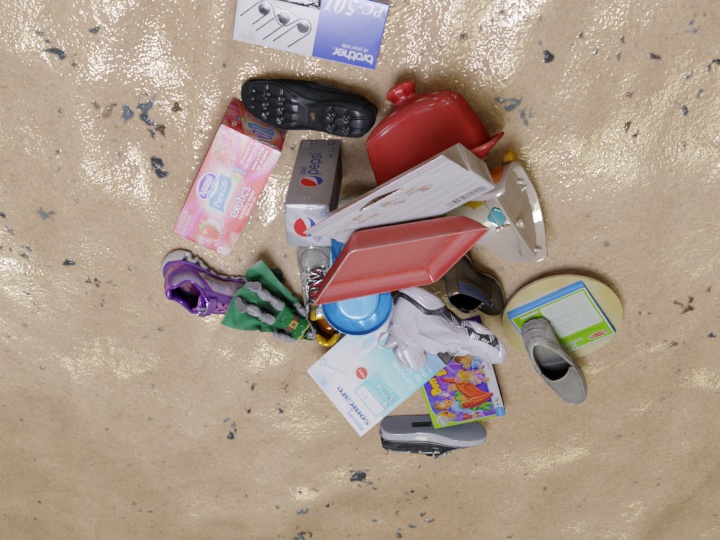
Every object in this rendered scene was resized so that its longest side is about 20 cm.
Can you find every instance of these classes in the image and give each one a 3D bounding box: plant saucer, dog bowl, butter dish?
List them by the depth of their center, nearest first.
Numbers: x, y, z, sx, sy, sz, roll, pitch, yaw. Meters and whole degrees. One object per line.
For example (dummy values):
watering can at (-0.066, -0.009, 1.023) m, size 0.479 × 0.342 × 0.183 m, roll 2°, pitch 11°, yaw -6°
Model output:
plant saucer at (0.046, -0.017, 1.070) m, size 0.199 × 0.037 × 0.200 m, roll -10°, pitch 161°, yaw -21°
butter dish at (0.084, -0.192, 1.093) m, size 0.199 × 0.200 × 0.148 m, roll -24°, pitch 95°, yaw 19°
dog bowl at (0.000, 0.000, 1.229) m, size 0.111 × 0.050 × 0.201 m, roll 7°, pitch 92°, yaw 0°

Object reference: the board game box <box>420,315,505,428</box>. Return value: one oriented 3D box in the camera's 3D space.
board game box at (0.172, 0.185, 1.397) m, size 0.134 × 0.045 × 0.200 m, roll -14°, pitch 122°, yaw 11°

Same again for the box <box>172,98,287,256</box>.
box at (-0.193, -0.135, 1.165) m, size 0.094 × 0.103 × 0.200 m, roll 24°, pitch 122°, yaw -14°

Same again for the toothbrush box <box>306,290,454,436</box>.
toothbrush box at (0.034, 0.154, 1.313) m, size 0.200 × 0.085 × 0.147 m, roll -42°, pitch 83°, yaw 20°

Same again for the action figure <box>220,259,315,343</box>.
action figure at (-0.131, 0.075, 1.300) m, size 0.118 × 0.055 × 0.200 m, roll -55°, pitch 142°, yaw -1°

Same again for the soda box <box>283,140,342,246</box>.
soda box at (-0.064, -0.113, 1.116) m, size 0.063 × 0.200 × 0.068 m, roll 0°, pitch 125°, yaw 3°

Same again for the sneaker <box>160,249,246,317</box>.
sneaker at (-0.240, 0.046, 1.294) m, size 0.200 × 0.089 × 0.081 m, roll 25°, pitch 118°, yaw -17°

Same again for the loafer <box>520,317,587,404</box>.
loafer at (0.328, 0.166, 1.325) m, size 0.070 × 0.070 × 0.200 m, roll -26°, pitch 121°, yaw 25°

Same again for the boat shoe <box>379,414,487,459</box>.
boat shoe at (0.135, 0.317, 1.468) m, size 0.199 × 0.074 × 0.068 m, roll -2°, pitch 121°, yaw 4°

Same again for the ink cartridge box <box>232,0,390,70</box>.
ink cartridge box at (-0.067, -0.342, 1.059) m, size 0.199 × 0.044 × 0.094 m, roll 11°, pitch 125°, yaw -6°

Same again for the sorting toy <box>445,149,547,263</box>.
sorting toy at (0.166, -0.092, 1.182) m, size 0.180 × 0.107 × 0.200 m, roll -9°, pitch 149°, yaw 27°

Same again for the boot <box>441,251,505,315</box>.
boot at (0.178, 0.044, 1.254) m, size 0.075 × 0.097 × 0.200 m, roll -23°, pitch 136°, yaw 26°

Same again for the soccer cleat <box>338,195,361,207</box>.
soccer cleat at (0.053, -0.069, 1.163) m, size 0.199 × 0.078 × 0.070 m, roll 16°, pitch 86°, yaw -2°

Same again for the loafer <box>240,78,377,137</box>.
loafer at (-0.073, -0.235, 1.118) m, size 0.200 × 0.070 × 0.068 m, roll 15°, pitch 123°, yaw 13°

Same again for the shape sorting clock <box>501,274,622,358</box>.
shape sorting clock at (0.339, 0.081, 1.327) m, size 0.199 × 0.039 × 0.200 m, roll 3°, pitch 128°, yaw 4°

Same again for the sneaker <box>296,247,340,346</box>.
sneaker at (-0.058, 0.037, 1.285) m, size 0.078 × 0.082 × 0.200 m, roll -8°, pitch 122°, yaw 8°

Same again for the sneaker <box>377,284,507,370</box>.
sneaker at (0.123, 0.115, 1.208) m, size 0.200 × 0.075 × 0.115 m, roll 33°, pitch 81°, yaw -9°

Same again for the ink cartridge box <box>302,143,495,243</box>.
ink cartridge box at (0.046, -0.094, 0.974) m, size 0.200 × 0.045 × 0.176 m, roll -27°, pitch 161°, yaw 23°
